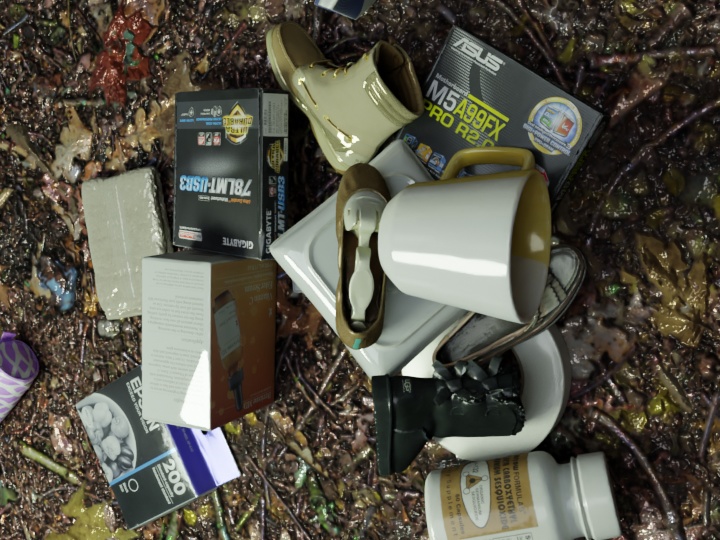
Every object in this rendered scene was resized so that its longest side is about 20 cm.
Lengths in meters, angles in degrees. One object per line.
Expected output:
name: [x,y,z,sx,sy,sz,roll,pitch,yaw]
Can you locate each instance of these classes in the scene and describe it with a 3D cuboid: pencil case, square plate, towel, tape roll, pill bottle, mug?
pencil case: [-0.569,0.190,1.441,0.200,0.083,0.086,-43,54,23]
square plate: [0.033,-0.012,1.046,0.197,0.028,0.201,-39,86,-5]
towel: [-0.316,-0.036,1.310,0.131,0.034,0.203,-8,91,26]
tape roll: [0.143,0.119,1.093,0.200,0.037,0.206,3,97,26]
pill bottle: [0.178,0.261,1.037,0.197,0.114,0.116,-13,90,14]
mug: [0.110,-0.035,0.975,0.151,0.186,0.152,4,111,26]

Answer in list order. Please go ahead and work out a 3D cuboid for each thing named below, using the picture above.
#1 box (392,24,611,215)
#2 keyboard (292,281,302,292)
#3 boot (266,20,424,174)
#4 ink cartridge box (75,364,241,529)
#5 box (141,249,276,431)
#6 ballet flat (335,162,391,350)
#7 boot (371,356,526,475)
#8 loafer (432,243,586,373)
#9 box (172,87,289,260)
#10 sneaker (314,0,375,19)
box: [0.151,-0.152,1.053,0.199,0.044,0.162,37,112,19]
keyboard: [0.000,0.000,1.166,0.197,0.011,0.057,0,96,27]
boot: [-0.019,-0.228,1.084,0.155,0.072,0.202,-35,83,52]
ink cartridge box: [-0.285,0.235,1.320,0.199,0.043,0.200,-30,82,25]
box: [-0.188,0.079,1.191,0.105,0.152,0.203,5,99,25]
ballet flat: [0.003,-0.019,0.995,0.067,0.072,0.203,6,83,-2]
boot: [0.095,0.166,1.046,0.160,0.199,0.074,-3,55,0]
loafer: [0.159,0.047,1.019,0.200,0.063,0.072,-42,73,14]
box: [-0.164,-0.122,1.178,0.199,0.049,0.202,10,100,48]
sneaker: [-0.011,-0.401,1.095,0.114,0.080,0.201,32,102,24]
